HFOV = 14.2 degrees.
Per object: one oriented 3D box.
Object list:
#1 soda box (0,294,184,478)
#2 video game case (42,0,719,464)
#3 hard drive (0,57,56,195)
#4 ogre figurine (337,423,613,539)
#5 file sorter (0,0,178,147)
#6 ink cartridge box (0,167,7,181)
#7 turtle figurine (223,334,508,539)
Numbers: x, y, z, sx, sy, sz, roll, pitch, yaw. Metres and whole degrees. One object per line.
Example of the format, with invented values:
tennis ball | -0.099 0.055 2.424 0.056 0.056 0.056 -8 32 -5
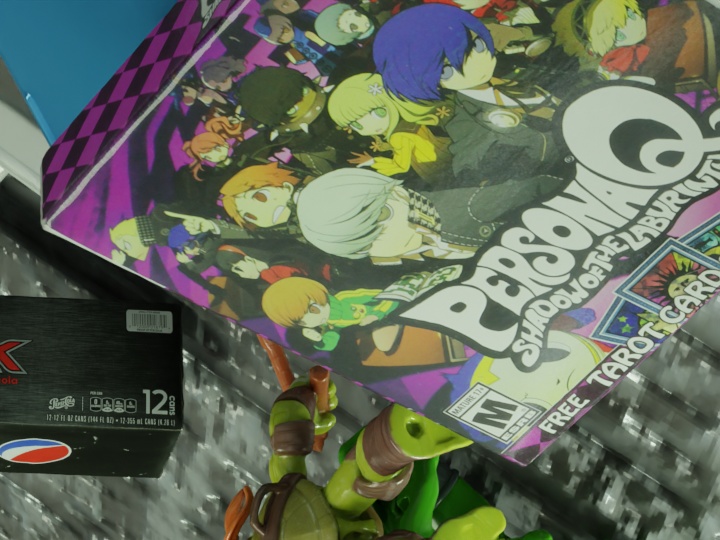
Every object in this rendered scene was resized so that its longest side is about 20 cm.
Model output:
soda box | -0.182 0.050 1.296 0.200 0.063 0.071 4 157 -12
video game case | 0.039 -0.046 0.816 0.181 0.036 0.200 28 125 -27
hard drive | -0.125 -0.067 1.043 0.200 0.027 0.132 36 -167 7
ogre figurine | 0.064 0.141 1.195 0.120 0.098 0.200 39 168 -35
file sorter | -0.047 -0.128 0.887 0.139 0.123 0.200 18 147 36
ink cartridge box | -0.236 -0.086 1.177 0.200 0.084 0.146 41 122 -7
turtle figurine | -0.012 0.096 1.146 0.064 0.200 0.161 8 156 -30
